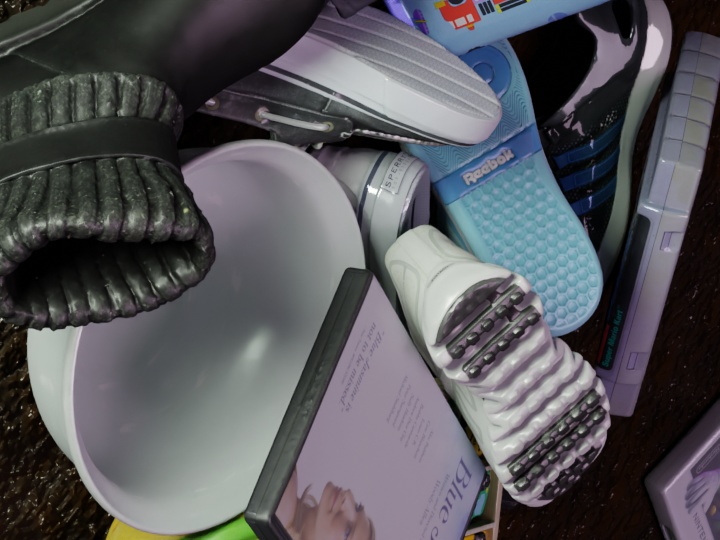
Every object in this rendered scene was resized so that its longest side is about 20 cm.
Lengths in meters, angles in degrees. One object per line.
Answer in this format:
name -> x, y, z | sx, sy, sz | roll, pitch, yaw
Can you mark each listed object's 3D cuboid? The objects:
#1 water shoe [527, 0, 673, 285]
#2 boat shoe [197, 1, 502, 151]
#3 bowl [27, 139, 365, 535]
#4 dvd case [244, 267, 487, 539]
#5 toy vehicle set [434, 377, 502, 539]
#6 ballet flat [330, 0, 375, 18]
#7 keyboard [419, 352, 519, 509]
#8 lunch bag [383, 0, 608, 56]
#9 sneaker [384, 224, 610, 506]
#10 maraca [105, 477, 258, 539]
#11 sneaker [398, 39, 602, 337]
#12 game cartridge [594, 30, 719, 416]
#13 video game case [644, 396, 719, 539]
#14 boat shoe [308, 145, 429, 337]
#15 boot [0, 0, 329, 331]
water shoe -> 0.115, -0.073, 1.524 | 0.079, 0.071, 0.201 | 7, 103, -31
boat shoe -> -0.030, -0.095, 1.306 | 0.199, 0.072, 0.071 | 19, 120, -15
bowl -> -0.097, 0.022, 1.312 | 0.201, 0.090, 0.202 | -24, 124, -41
dvd case -> 0.007, 0.112, 1.327 | 0.143, 0.017, 0.200 | -68, 150, -27
toy vehicle set -> 0.023, 0.124, 1.410 | 0.200, 0.026, 0.125 | -6, 102, -62
ballet flat -> -0.062, -0.178, 1.243 | 0.200, 0.073, 0.073 | 29, 90, -31
keyboard -> 0.055, 0.081, 1.544 | 0.200, 0.040, 0.104 | 24, 79, -66
lunch bag -> 0.055, -0.218, 1.301 | 0.150, 0.094, 0.200 | -19, 131, 15
sneaker -> 0.072, 0.049, 1.388 | 0.075, 0.081, 0.200 | -39, 136, -9
maraca -> -0.058, 0.147, 1.419 | 0.200, 0.137, 0.107 | -4, 74, -56
sneaker -> 0.056, -0.056, 1.460 | 0.079, 0.131, 0.201 | -22, 94, -11
game cartridge -> 0.172, -0.025, 1.550 | 0.130, 0.038, 0.200 | -66, 169, -47
video game case -> 0.287, 0.136, 1.859 | 0.200, 0.023, 0.182 | -45, 139, -20
boat shoe -> 0.000, 0.000, 1.434 | 0.200, 0.067, 0.074 | 94, 21, -48
boot -> -0.086, -0.067, 1.173 | 0.211, 0.158, 0.080 | -28, 132, -1
